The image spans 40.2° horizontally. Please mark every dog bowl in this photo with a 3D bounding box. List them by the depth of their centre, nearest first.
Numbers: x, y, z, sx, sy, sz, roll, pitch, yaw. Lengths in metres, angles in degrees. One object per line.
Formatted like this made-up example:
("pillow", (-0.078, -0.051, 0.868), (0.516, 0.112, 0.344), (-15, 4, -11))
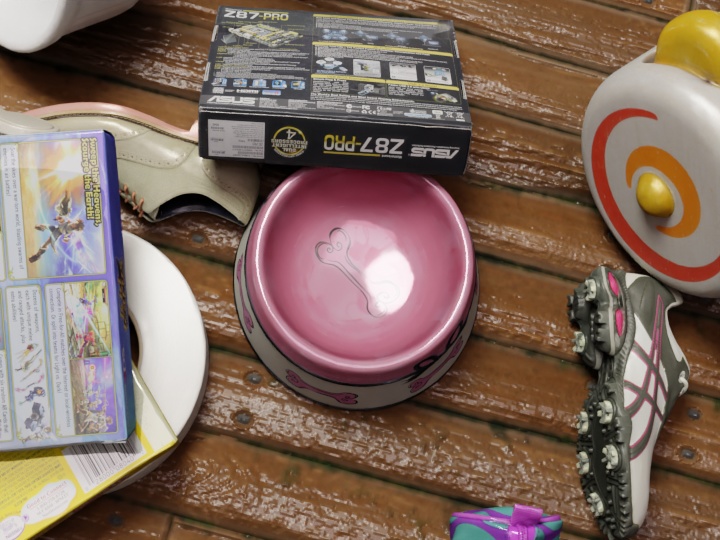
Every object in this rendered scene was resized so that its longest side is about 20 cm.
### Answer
("dog bowl", (0.000, 0.000, 0.745), (0.196, 0.074, 0.204), (1, 75, -4))

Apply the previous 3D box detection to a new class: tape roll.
("tape roll", (-0.212, 0.064, 0.730), (0.198, 0.037, 0.207), (1, 76, -4))

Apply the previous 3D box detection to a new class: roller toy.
("roller toy", (0.258, -0.082, 0.722), (0.138, 0.200, 0.184), (-30, 83, -19))

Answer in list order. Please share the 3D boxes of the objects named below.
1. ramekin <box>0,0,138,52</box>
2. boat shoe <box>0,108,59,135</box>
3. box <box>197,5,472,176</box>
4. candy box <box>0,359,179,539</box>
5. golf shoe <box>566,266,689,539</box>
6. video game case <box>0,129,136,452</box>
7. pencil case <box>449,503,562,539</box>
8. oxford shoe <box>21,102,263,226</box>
("ramekin", (-0.239, -0.275, 0.737), (0.097, 0.201, 0.202), (-28, 77, -41))
("boat shoe", (-0.297, -0.102, 0.730), (0.198, 0.066, 0.058), (24, 105, 34))
("box", (-0.020, -0.143, 0.755), (0.196, 0.050, 0.163), (2, 43, -5))
("candy box", (-0.234, 0.131, 0.678), (0.198, 0.026, 0.103), (-32, 77, -11))
("golf shoe", (0.208, 0.097, 0.736), (0.086, 0.077, 0.204), (4, 75, -11))
("video game case", (-0.245, 0.016, 0.646), (0.177, 0.045, 0.204), (-4, 92, -2))
("pencil case", (0.097, 0.266, 0.672), (0.083, 0.093, 0.204), (5, 74, -3))
("oxford shoe", (-0.173, -0.080, 0.755), (0.196, 0.071, 0.075), (7, 78, -2))
